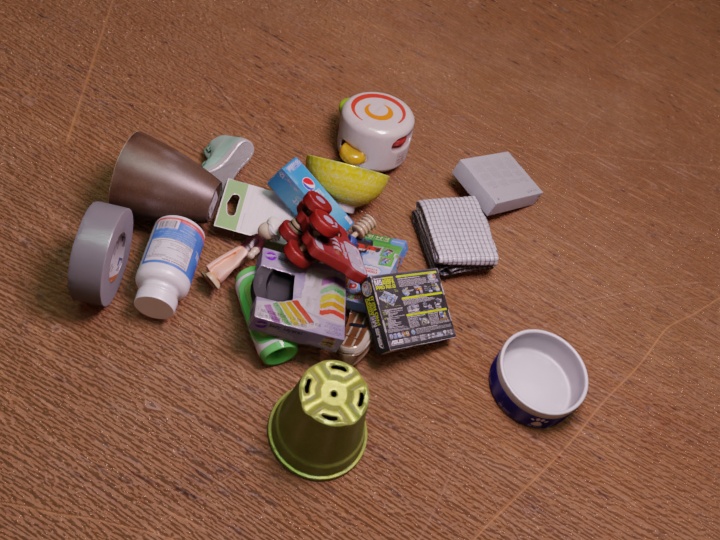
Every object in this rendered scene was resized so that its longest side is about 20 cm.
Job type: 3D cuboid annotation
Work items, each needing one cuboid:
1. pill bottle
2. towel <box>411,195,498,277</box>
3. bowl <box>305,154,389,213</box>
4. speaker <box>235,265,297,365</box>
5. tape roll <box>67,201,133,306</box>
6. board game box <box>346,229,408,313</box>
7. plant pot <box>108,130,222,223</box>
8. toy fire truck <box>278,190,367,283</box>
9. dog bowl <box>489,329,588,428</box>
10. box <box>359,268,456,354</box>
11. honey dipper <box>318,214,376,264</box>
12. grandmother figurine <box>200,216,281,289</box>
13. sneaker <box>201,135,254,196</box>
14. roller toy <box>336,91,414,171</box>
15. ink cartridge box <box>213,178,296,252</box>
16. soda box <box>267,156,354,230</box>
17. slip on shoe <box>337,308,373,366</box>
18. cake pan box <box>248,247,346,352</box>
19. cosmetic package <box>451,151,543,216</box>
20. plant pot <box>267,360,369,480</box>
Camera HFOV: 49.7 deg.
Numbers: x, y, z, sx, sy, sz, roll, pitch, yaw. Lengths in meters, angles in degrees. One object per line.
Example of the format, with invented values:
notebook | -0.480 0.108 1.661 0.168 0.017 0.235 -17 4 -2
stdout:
pill bottle | -0.397 -0.005 1.600 0.112 0.112 0.201 14 55 -5
towel | 0.223 -0.078 1.837 0.165 0.086 0.201 -4 56 -19
bowl | -0.041 -0.194 1.813 0.199 0.200 0.108 14 95 -6
speaker | -0.196 0.091 1.606 0.088 0.089 0.201 -12 60 -22
tape roll | -0.510 -0.033 1.533 0.066 0.201 0.201 13 54 -4
board game box | 0.000 0.000 1.721 0.151 0.037 0.200 12 52 21
plant pot | -0.406 -0.177 1.666 0.199 0.187 0.187 19 54 -1
toy fire truck | -0.070 -0.065 1.629 0.168 0.112 0.200 31 21 -30
dog bowl | 0.381 0.232 1.669 0.199 0.079 0.201 7 55 -10
box | 0.102 0.084 1.652 0.199 0.044 0.161 -7 77 -40
honey dipper | -0.045 -0.053 1.730 0.038 0.038 0.200 43 66 15
grandmother figurine | -0.245 -0.042 1.655 0.200 0.061 0.121 -43 29 -17
sneaker | -0.346 -0.235 1.811 0.201 0.074 0.118 -48 41 -15
roller toy | 0.036 -0.337 1.925 0.181 0.140 0.201 3 45 -9
ink cartridge box | -0.220 -0.118 1.763 0.199 0.048 0.146 13 54 -6
soda box | -0.112 -0.151 1.747 0.200 0.068 0.064 49 43 -6
slip on shoe | 0.006 0.130 1.653 0.076 0.061 0.200 8 33 16
cake pan box | -0.128 0.057 1.579 0.199 0.052 0.185 17 45 -16
cosmetic package | 0.346 -0.221 1.958 0.199 0.052 0.151 -15 58 -41
plant pot | -0.065 0.266 1.460 0.199 0.185 0.201 7 54 -10
